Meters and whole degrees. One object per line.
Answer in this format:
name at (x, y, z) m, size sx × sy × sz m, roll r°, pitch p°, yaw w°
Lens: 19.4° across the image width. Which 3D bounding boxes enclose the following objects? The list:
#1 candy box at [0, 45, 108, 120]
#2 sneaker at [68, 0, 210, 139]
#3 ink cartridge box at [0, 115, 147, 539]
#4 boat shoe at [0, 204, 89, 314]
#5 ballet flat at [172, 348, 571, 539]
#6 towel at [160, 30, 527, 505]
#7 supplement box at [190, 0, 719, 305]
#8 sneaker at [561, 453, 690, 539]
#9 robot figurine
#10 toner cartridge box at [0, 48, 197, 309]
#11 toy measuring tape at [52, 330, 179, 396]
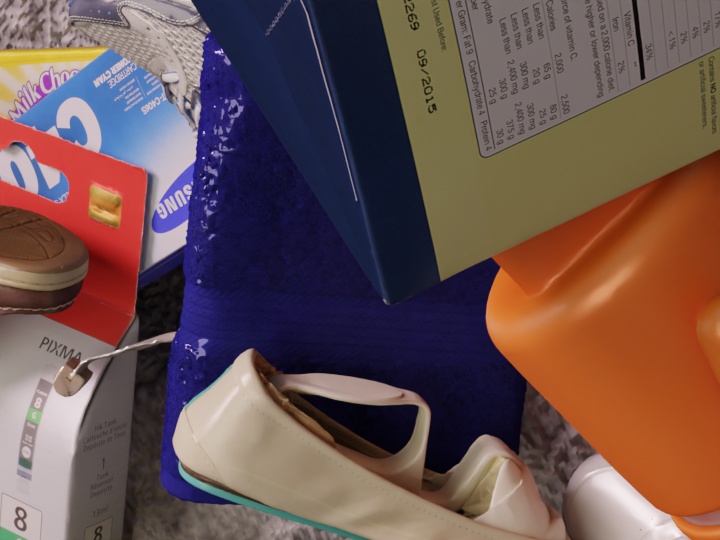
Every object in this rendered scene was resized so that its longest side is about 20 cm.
candy box at (-0.117, -0.058, 1.018) m, size 0.199 × 0.026 × 0.103 m, roll 2°, pitch 97°, yaw 37°
sneaker at (-0.037, -0.056, 0.861) m, size 0.199 × 0.077 × 0.086 m, roll 27°, pitch 85°, yaw 0°
ink cartridge box at (-0.177, 0.031, 0.984) m, size 0.160 × 0.050 × 0.202 m, roll 20°, pitch 116°, yaw 31°
boat shoe at (-0.203, 0.011, 0.953) m, size 0.198 × 0.072 × 0.073 m, roll 4°, pitch 106°, yaw 29°
ballet flat at (0.025, 0.085, 0.813) m, size 0.070 × 0.199 × 0.070 m, roll -53°, pitch 22°, yaw 33°
towel at (0.000, 0.000, 0.828) m, size 0.050 × 0.146 × 0.202 m, roll -107°, pitch 22°, yaw -63°
supplement box at (0.046, -0.134, 0.692) m, size 0.135 × 0.198 × 0.200 m, roll 75°, pitch 167°, yaw -46°
sneaker at (0.149, 0.133, 0.794) m, size 0.199 × 0.099 × 0.078 m, roll 34°, pitch 115°, yaw 29°
robot figurine at (0.124, 0.025, 0.753) m, size 0.200 × 0.117 × 0.144 m, roll 44°, pitch 150°, yaw -15°
toner cartridge box at (-0.116, -0.041, 0.974) m, size 0.199 × 0.043 × 0.096 m, roll -31°, pitch 85°, yaw 38°
toy measuring tape at (-0.031, 0.046, 0.911) m, size 0.198 × 0.074 × 0.074 m, roll -16°, pitch 85°, yaw 6°
